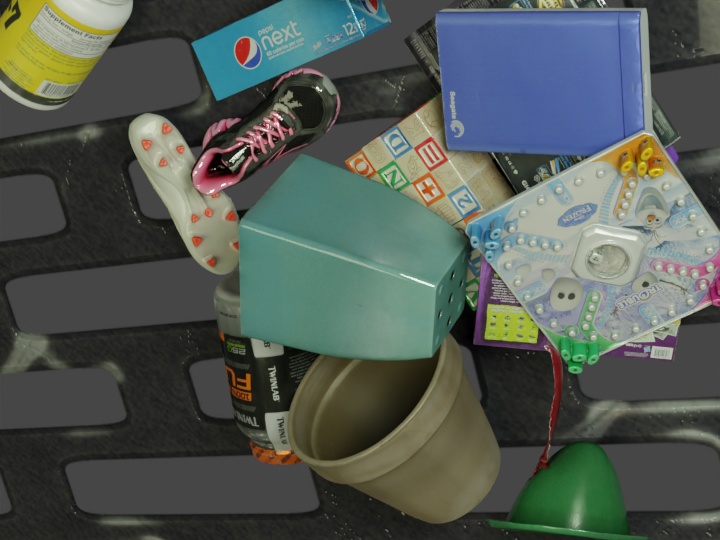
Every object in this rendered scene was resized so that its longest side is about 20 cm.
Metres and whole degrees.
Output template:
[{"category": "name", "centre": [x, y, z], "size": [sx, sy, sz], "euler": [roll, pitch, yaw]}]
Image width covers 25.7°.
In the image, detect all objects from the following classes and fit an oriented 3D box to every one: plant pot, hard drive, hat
[{"category": "plant pot", "centre": [0.051, 0.168, 1.640], "size": [0.199, 0.201, 0.174], "euler": [-18, 129, 34]}, {"category": "plant pot", "centre": [0.000, 0.000, 1.563], "size": [0.198, 0.142, 0.142], "euler": [17, 129, 18]}, {"category": "hard drive", "centre": [0.166, -0.172, 1.443], "size": [0.198, 0.025, 0.133], "euler": [5, 112, 30]}, {"category": "hat", "centre": [0.221, 0.182, 1.612], "size": [0.164, 0.200, 0.178], "euler": [7, 81, -15]}]

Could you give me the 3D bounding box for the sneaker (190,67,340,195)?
[{"category": "sneaker", "centre": [-0.104, -0.136, 1.647], "size": [0.199, 0.096, 0.079], "euler": [-31, 104, 36]}]

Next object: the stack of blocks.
[{"category": "stack of blocks", "centre": [0.090, -0.063, 1.585], "size": [0.115, 0.059, 0.201], "euler": [-31, 97, 44]}]

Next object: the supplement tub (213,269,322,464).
[{"category": "supplement tub", "centre": [-0.088, 0.102, 1.729], "size": [0.121, 0.122, 0.202], "euler": [2, 111, 29]}]

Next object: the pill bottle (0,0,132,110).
[{"category": "pill bottle", "centre": [-0.315, -0.277, 1.701], "size": [0.114, 0.114, 0.200], "euler": [47, 125, 4]}]

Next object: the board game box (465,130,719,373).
[{"category": "board game box", "centre": [0.230, -0.009, 1.464], "size": [0.199, 0.026, 0.200], "euler": [-27, 119, 24]}]

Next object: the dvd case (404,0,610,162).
[{"category": "dvd case", "centre": [0.153, -0.213, 1.519], "size": [0.199, 0.016, 0.149], "euler": [-32, 92, 37]}]

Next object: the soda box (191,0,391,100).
[{"category": "soda box", "centre": [-0.071, -0.241, 1.607], "size": [0.199, 0.064, 0.068], "euler": [-18, 101, 34]}]

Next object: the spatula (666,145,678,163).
[{"category": "spatula", "centre": [0.299, -0.056, 1.497], "size": [0.056, 0.021, 0.201], "euler": [-28, 93, 34]}]

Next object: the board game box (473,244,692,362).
[{"category": "board game box", "centre": [0.212, 0.027, 1.526], "size": [0.198, 0.032, 0.121], "euler": [5, 131, 3]}]

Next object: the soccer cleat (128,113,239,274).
[{"category": "soccer cleat", "centre": [-0.192, -0.088, 1.750], "size": [0.201, 0.069, 0.077], "euler": [61, 167, -20]}]

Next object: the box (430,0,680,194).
[{"category": "box", "centre": [0.180, -0.166, 1.482], "size": [0.158, 0.046, 0.201], "euler": [-32, 91, 37]}]
